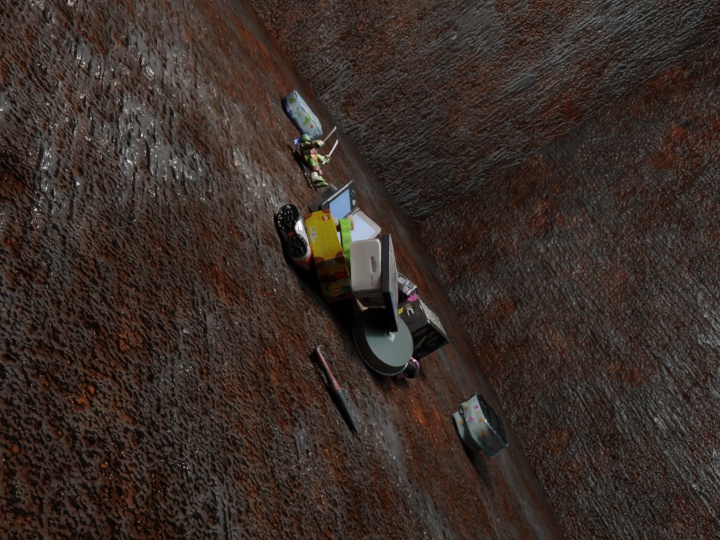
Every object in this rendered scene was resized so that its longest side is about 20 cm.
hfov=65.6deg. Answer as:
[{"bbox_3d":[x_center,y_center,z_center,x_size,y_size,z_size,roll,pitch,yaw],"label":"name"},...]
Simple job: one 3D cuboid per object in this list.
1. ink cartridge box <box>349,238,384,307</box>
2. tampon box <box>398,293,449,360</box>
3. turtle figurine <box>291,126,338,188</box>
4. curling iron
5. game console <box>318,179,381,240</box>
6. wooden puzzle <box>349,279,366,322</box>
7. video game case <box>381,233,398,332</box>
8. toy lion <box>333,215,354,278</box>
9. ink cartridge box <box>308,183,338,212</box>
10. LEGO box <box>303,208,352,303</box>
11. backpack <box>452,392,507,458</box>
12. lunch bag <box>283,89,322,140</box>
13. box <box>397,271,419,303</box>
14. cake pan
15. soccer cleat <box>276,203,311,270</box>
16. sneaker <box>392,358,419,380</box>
[{"bbox_3d":[0.028,0.012,1.541,0.200,0.084,0.147,63,23,-73],"label":"ink cartridge box"},{"bbox_3d":[0.191,0.199,1.930,0.200,0.149,0.127,43,21,-51],"label":"tampon box"},{"bbox_3d":[-0.138,-0.412,2.037,0.144,0.198,0.196,157,-75,-65],"label":"turtle figurine"},{"bbox_3d":[-0.049,0.247,1.182,0.201,0.025,0.050,62,16,11],"label":"curling iron"},{"bbox_3d":[-0.030,-0.168,1.793,0.200,0.118,0.172,-45,142,-42],"label":"game console"},{"bbox_3d":[0.016,0.142,1.668,0.201,0.037,0.186,56,12,-31],"label":"wooden puzzle"},{"bbox_3d":[0.082,0.034,1.522,0.181,0.025,0.201,76,13,-49],"label":"video game case"},{"bbox_3d":[-0.041,-0.061,1.627,0.192,0.068,0.202,-104,-172,-60],"label":"toy lion"},{"bbox_3d":[-0.082,-0.204,1.896,0.050,0.109,0.200,47,6,29],"label":"ink cartridge box"},{"bbox_3d":[-0.086,-0.040,1.479,0.201,0.077,0.150,-108,-175,-45],"label":"LEGO box"},{"bbox_3d":[0.433,0.566,2.002,0.176,0.153,0.200,51,5,-22],"label":"backpack"},{"bbox_3d":[-0.248,-0.666,2.404,0.200,0.082,0.161,48,17,-39],"label":"lunch bag"},{"bbox_3d":[0.125,0.056,1.991,0.200,0.050,0.158,40,-17,31],"label":"box"},{"bbox_3d":[0.069,0.188,1.537,0.199,0.037,0.202,23,49,-28],"label":"cake pan"},{"bbox_3d":[-0.169,-0.088,1.441,0.073,0.068,0.201,73,-4,-52],"label":"soccer cleat"},{"bbox_3d":[0.119,0.289,1.669,0.200,0.078,0.096,60,43,-51],"label":"sneaker"}]
